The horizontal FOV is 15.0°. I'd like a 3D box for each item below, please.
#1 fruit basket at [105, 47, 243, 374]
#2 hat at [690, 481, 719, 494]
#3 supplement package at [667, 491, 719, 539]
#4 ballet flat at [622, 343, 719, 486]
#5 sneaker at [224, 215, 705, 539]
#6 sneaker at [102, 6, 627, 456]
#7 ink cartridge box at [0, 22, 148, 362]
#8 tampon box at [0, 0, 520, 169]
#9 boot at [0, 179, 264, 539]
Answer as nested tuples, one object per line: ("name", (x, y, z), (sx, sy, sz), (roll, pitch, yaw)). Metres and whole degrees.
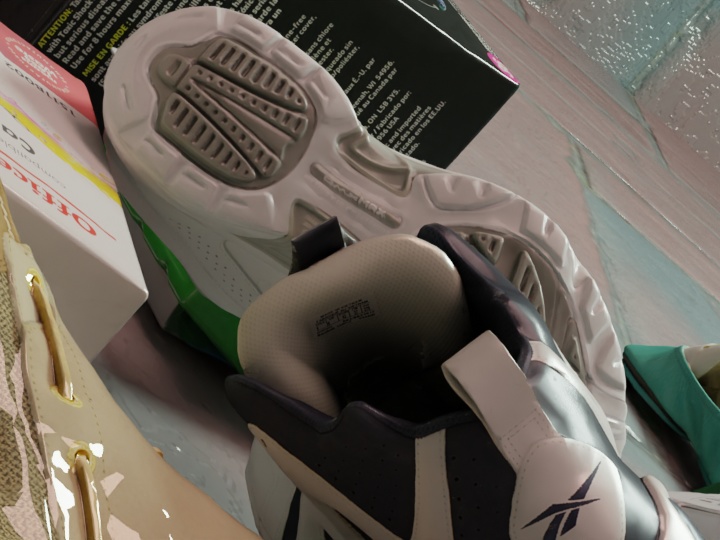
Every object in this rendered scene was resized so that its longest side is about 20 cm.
("fruit basket", (-0.006, 0.012, 1.039), (0.200, 0.094, 0.185), (44, 8, -42))
("hat", (0.175, 0.188, 1.058), (0.200, 0.165, 0.176), (-47, 122, -70))
("supplement package", (0.145, 0.129, 0.806), (0.114, 0.110, 0.200), (11, -1, 20))
("ballet flat", (0.205, 0.081, 1.488), (0.067, 0.070, 0.200), (35, 13, -29))
("sneaker", (0.006, 0.034, 0.720), (0.130, 0.079, 0.199), (60, -12, -24))
("sneaker", (0.000, 0.000, 0.867), (0.200, 0.078, 0.099), (43, -19, 0))
("ink cartridge box", (-0.129, -0.025, 0.776), (0.116, 0.068, 0.200), (36, 13, -26))
("tampon box", (-0.062, -0.114, 1.166), (0.200, 0.126, 0.150), (33, 14, -37))
("boot", (-0.067, 0.052, 0.656), (0.155, 0.073, 0.200), (33, 26, -37))
